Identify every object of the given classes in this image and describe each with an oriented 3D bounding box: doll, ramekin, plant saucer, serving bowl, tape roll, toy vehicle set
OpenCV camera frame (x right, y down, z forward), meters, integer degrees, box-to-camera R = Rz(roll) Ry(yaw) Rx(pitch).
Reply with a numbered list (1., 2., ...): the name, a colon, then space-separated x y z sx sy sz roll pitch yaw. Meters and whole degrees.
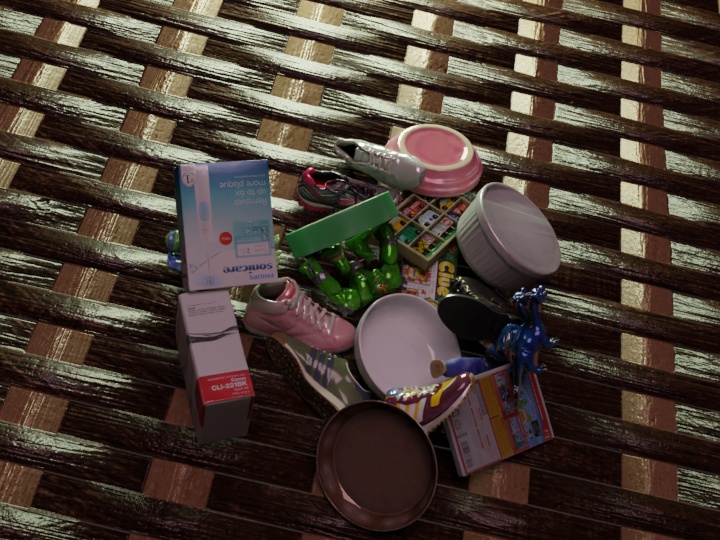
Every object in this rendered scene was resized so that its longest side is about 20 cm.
1. doll: 0.213 0.177 1.647 0.199 0.048 0.137 3 68 -30
2. ramekin: 0.263 -0.054 1.782 0.202 0.094 0.203 27 42 -26
3. plant saucer: 0.028 0.296 1.500 0.200 0.201 0.034 40 18 17
4. serving bowl: 0.070 0.142 1.646 0.199 0.066 0.201 12 63 -25
5. plant saucer: 0.144 -0.224 1.919 0.199 0.051 0.201 5 42 -5
6. tape roll: -0.033 -0.080 1.718 0.200 0.200 0.048 -24 94 -25
7. toy vehicle set: 0.128 -0.090 1.837 0.124 0.027 0.200 33 48 18

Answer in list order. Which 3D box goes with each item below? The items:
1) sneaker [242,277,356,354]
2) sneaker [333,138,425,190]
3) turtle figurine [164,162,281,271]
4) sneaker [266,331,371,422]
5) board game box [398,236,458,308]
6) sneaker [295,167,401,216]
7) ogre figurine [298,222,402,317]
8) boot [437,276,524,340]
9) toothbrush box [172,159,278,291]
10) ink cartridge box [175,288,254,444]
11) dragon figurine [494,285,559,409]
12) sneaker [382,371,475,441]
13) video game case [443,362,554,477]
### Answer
1. sneaker: -0.097 0.074 1.651 0.199 0.105 0.076 14 43 -1
2. sneaker: 0.031 -0.202 1.851 0.200 0.071 0.080 22 7 33
3. turtle figurine: -0.228 -0.075 1.693 0.193 0.144 0.201 16 83 -16
4. sneaker: -0.064 0.168 1.624 0.090 0.067 0.200 -29 65 -36
5. board game box: 0.123 0.017 1.788 0.104 0.023 0.201 12 54 -6
6. sneaker: -0.020 -0.142 1.838 0.199 0.075 0.081 6 54 -8
7. ogre figurine: 0.000 0.000 1.711 0.200 0.098 0.120 -28 90 -52
8. boot: 0.193 0.058 1.695 0.199 0.069 0.174 20 18 -25
9. toothbrush box: -0.219 -0.072 1.578 0.146 0.085 0.201 -4 92 -16
10. ink cartridge box: -0.234 0.150 1.548 0.083 0.145 0.201 -9 58 -18
11. dragon figurine: 0.259 0.120 1.594 0.099 0.059 0.200 39 70 -20
12. sneaker: 0.087 0.208 1.519 0.090 0.200 0.075 48 19 6
13. video game case: 0.221 0.236 1.598 0.199 0.017 0.144 -15 88 -31
